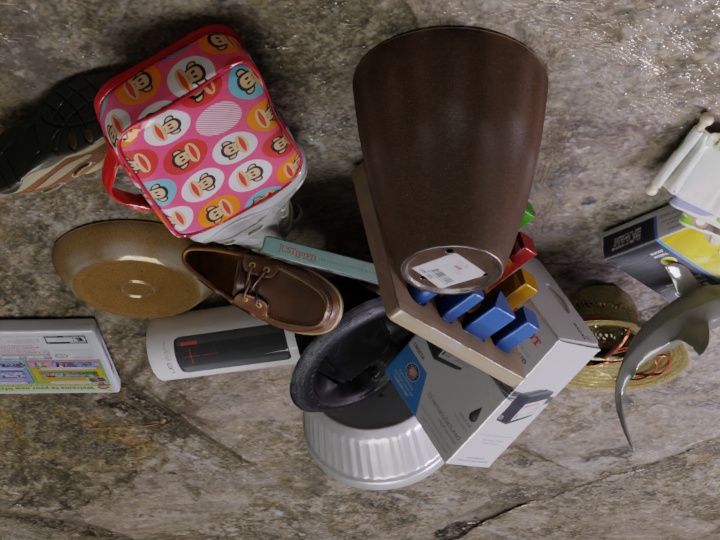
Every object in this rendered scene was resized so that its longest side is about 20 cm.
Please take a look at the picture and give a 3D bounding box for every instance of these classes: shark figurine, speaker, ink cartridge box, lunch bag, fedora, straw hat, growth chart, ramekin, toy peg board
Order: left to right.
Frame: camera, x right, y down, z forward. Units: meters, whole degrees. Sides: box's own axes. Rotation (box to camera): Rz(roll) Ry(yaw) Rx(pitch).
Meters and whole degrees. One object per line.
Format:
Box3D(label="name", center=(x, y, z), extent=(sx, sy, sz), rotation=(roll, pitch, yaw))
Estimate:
Box3D(label="lunch bag", center=(-0.158, -0.117, 1.567), extent=(0.176, 0.082, 0.200), rotation=(-31, 147, -5))
Box3D(label="speaker", center=(-0.151, 0.080, 2.004), extent=(0.199, 0.082, 0.081), rotation=(-8, 150, 17))
Box3D(label="fedora", center=(-0.019, 0.070, 1.899), extent=(0.200, 0.092, 0.201), rotation=(-28, 151, -17))
Box3D(label="ramekin", center=(0.023, 0.154, 2.021), extent=(0.201, 0.203, 0.094), rotation=(-3, 140, 8))
Box3D(label="toy peg board", center=(0.107, -0.018, 1.707), extent=(0.098, 0.200, 0.200), rotation=(-38, 135, 26))
Box3D(label="ink cartridge box", center=(0.143, 0.096, 1.863), extent=(0.084, 0.145, 0.200), rotation=(11, 127, -48))
Box3D(label="straw hat", center=(0.279, 0.064, 1.949), extent=(0.200, 0.085, 0.201), rotation=(2, 153, 1))
Box3D(label="shark figurine", center=(0.337, 0.085, 1.823), extent=(0.214, 0.090, 0.128), rotation=(-44, 126, 7))
Box3D(label="ink cartridge box", center=(0.398, -0.021, 1.830), extent=(0.197, 0.047, 0.200), rotation=(-26, 139, 38))
Box3D(label="growth chart", center=(0.386, -0.067, 1.696), extent=(0.199, 0.018, 0.145), rotation=(28, 139, -11))

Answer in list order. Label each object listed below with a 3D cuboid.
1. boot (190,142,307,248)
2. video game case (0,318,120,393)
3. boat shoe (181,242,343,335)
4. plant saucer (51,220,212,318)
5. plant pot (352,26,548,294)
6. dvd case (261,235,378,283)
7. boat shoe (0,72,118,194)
Box3D(label="boot", center=(-0.095, -0.077, 1.737), extent=(0.095, 0.074, 0.200), rotation=(11, 157, -38))
Box3D(label="video game case", center=(-0.416, 0.109, 2.130), extent=(0.199, 0.022, 0.182), rotation=(-1, 151, 3))
Box3D(label="boat shoe", center=(-0.109, 0.018, 1.805), extent=(0.199, 0.072, 0.067), rotation=(23, -171, 32))
Box3D(label="plant saucer", center=(-0.252, 0.008, 1.920), extent=(0.199, 0.036, 0.200), rotation=(1, 151, 0))
Box3D(label="plant pot", center=(0.083, -0.087, 1.557), extent=(0.186, 0.201, 0.187), rotation=(1, 152, 1))
Box3D(label="dvd case", center=(0.000, 0.000, 1.790), extent=(0.145, 0.022, 0.200), rotation=(15, 178, 22))
Box3D(label="boat shoe", center=(-0.275, -0.130, 1.637), extent=(0.199, 0.076, 0.074), rotation=(-22, 160, 32))
